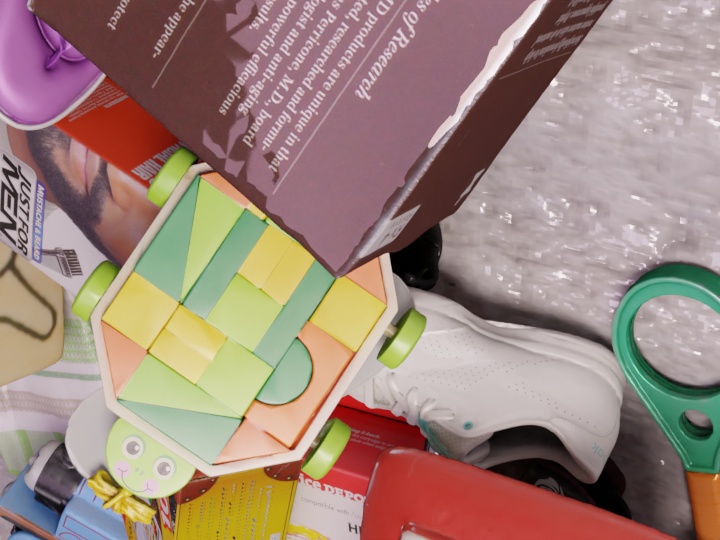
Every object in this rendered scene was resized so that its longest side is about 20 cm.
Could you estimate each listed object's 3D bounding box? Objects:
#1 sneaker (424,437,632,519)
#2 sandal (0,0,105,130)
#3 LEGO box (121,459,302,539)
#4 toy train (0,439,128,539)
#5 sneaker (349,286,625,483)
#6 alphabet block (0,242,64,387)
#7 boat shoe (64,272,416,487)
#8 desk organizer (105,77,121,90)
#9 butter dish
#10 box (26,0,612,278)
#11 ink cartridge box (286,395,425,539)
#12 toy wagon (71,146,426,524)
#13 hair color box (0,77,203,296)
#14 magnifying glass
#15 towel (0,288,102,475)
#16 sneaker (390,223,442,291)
[{"bbox_3d":[0.111,0.173,0.854,0.115,0.076,0.201,-1,114,32],"label":"sneaker"},{"bbox_3d":[-0.135,-0.166,0.752,0.082,0.203,0.050,37,172,-29],"label":"sandal"},{"bbox_3d":[-0.104,0.123,0.904,0.201,0.077,0.150,102,151,-46],"label":"LEGO box"},{"bbox_3d":[-0.172,0.196,1.045,0.199,0.087,0.115,30,127,4],"label":"toy train"},{"bbox_3d":[0.045,0.068,0.788,0.198,0.089,0.076,10,140,9],"label":"sneaker"},{"bbox_3d":[-0.332,-0.018,0.940,0.195,0.200,0.197,15,110,28],"label":"alphabet block"},{"bbox_3d":[-0.065,0.051,0.769,0.199,0.064,0.071,-24,92,-2],"label":"boat shoe"},{"bbox_3d":[-0.141,-0.149,0.842,0.077,0.072,0.201,-3,114,38],"label":"desk organizer"},{"bbox_3d":[0.105,0.196,0.761,0.199,0.147,0.201,14,105,29],"label":"butter dish"},{"bbox_3d":[-0.010,-0.134,0.672,0.200,0.166,0.165,40,113,8],"label":"box"},{"bbox_3d":[0.004,0.158,0.922,0.115,0.067,0.202,11,121,30],"label":"ink cartridge box"},{"bbox_3d":[-0.068,0.041,0.716,0.155,0.040,0.201,34,88,-3],"label":"toy wagon"},{"bbox_3d":[-0.149,-0.043,0.821,0.199,0.064,0.111,32,132,19],"label":"hair color box"},{"bbox_3d":[0.188,0.090,0.786,0.079,0.022,0.201,1,118,34],"label":"magnifying glass"},{"bbox_3d":[-0.249,0.073,1.074,0.148,0.031,0.201,0,116,35],"label":"towel"},{"bbox_3d":[0.000,0.000,0.830,0.083,0.071,0.200,40,129,17],"label":"sneaker"}]
